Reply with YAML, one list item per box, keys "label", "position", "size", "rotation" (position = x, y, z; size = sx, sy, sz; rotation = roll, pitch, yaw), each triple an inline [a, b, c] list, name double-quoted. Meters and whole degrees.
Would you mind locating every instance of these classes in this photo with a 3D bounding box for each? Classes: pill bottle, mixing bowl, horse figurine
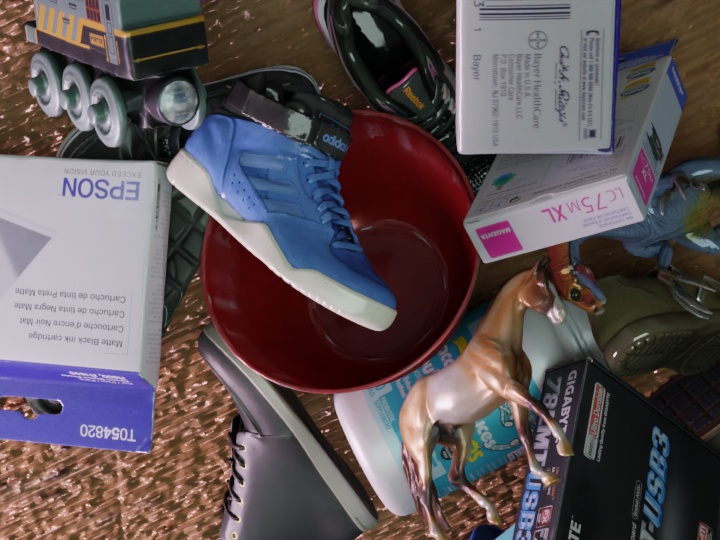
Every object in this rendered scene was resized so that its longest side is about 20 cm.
- label: "pill bottle"
  position: [0.088, 0.087, 1.327]
  size: [0.199, 0.111, 0.111]
  rotation: [-29, 104, 3]
- label: "mixing bowl"
  position: [0.000, 0.000, 1.276]
  size: [0.198, 0.108, 0.202]
  rotation: [-5, 72, 16]
- label: "horse figurine"
  position: [0.077, 0.099, 1.215]
  size: [0.050, 0.133, 0.200]
  rotation: [0, 147, -39]

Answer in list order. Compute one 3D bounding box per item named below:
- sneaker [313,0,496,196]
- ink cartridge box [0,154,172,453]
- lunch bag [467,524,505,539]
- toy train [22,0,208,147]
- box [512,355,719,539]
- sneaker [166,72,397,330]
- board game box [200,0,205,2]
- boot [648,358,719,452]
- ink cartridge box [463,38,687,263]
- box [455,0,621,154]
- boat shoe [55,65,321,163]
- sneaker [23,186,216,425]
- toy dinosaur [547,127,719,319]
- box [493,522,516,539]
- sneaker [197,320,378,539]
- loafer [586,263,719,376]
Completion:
- label: "sneaker"
  position: [0.036, -0.121, 1.284]
  size: [0.080, 0.086, 0.200]
  rotation: [-42, 103, 9]
- label: "ink cartridge box"
  position: [-0.232, 0.020, 1.270]
  size: [0.197, 0.041, 0.202]
  rotation: [3, 89, 17]
- label: "lunch bag"
  position: [0.113, 0.285, 1.339]
  size: [0.135, 0.201, 0.133]
  rotation: [28, 119, -12]
- label: "toy train"
  position: [-0.165, -0.154, 1.213]
  size: [0.085, 0.200, 0.115]
  rotation: [-14, 112, -28]
- label: "box"
  position: [0.189, 0.193, 1.245]
  size: [0.198, 0.201, 0.049]
  rotation: [36, 142, -29]
- label: "sneaker"
  position: [-0.031, -0.054, 1.202]
  size: [0.200, 0.077, 0.112]
  rotation: [39, 96, 30]
- label: "board game box"
  position: [-0.051, -0.262, 1.235]
  size: [0.198, 0.103, 0.106]
  rotation: [-21, 105, 2]
- label: "boot"
  position: [0.248, 0.148, 1.387]
  size: [0.200, 0.075, 0.097]
  rotation: [-42, 125, 2]
- label: "ink cartridge box"
  position: [0.151, -0.084, 1.231]
  size: [0.118, 0.201, 0.042]
  rotation: [-15, 118, 29]
- label: "box"
  position: [0.113, -0.197, 1.192]
  size: [0.104, 0.201, 0.186]
  rotation: [0, 117, 3]
- label: "boat shoe"
  position: [-0.122, -0.094, 1.292]
  size: [0.198, 0.066, 0.071]
  rotation: [-14, 105, 0]
- label: "sneaker"
  position: [-0.169, 0.021, 1.313]
  size: [0.075, 0.079, 0.201]
  rotation: [41, 100, 11]
- label: "toy dinosaur"
  position: [0.205, -0.027, 1.250]
  size: [0.179, 0.200, 0.106]
  rotation: [-7, 105, -8]
- label: "box"
  position: [0.186, 0.234, 1.311]
  size: [0.199, 0.083, 0.049]
  rotation: [18, 131, -38]
- label: "sneaker"
  position: [-0.082, 0.140, 1.347]
  size: [0.106, 0.075, 0.201]
  rotation: [-35, 105, 3]
- label: "loafer"
  position: [0.225, 0.030, 1.301]
  size: [0.076, 0.199, 0.068]
  rotation: [-40, 68, 26]
